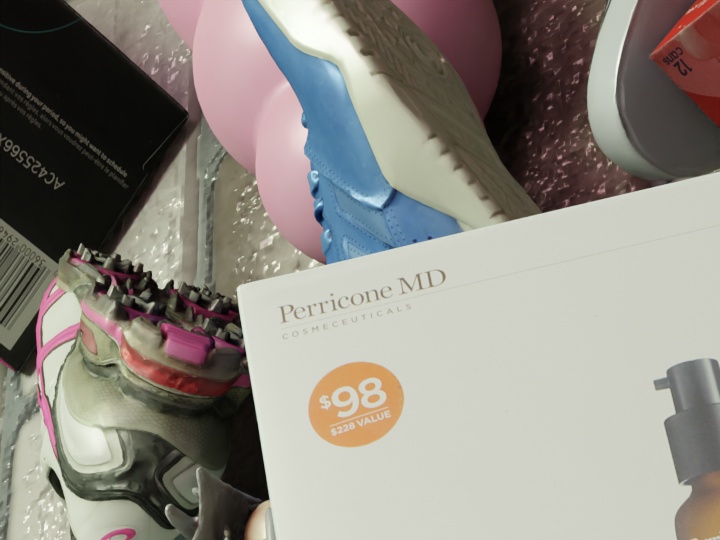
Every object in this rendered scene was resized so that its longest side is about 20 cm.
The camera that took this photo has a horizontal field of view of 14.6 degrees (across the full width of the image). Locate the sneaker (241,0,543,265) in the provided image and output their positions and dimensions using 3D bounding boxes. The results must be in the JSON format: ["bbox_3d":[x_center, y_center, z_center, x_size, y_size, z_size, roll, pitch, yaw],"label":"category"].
[{"bbox_3d":[0.000,0.000,0.860,0.111,0.077,0.200,-41,80,18],"label":"sneaker"}]

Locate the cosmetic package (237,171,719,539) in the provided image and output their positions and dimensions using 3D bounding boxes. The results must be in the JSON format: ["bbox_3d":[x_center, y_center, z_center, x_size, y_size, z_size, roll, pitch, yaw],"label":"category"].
[{"bbox_3d":[0.079,0.054,0.687,0.199,0.052,0.151,-14,54,3],"label":"cosmetic package"}]

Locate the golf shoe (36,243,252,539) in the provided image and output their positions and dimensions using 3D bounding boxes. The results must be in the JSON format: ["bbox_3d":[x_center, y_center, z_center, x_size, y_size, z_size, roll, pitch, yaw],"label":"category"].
[{"bbox_3d":[-0.080,0.045,0.938,0.200,0.072,0.092,-117,48,-82],"label":"golf shoe"}]

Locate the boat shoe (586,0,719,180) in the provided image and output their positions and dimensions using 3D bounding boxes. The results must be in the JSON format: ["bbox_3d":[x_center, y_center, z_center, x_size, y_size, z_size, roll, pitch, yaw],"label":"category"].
[{"bbox_3d":[0.112,-0.109,0.902,0.068,0.074,0.200,-10,49,51],"label":"boat shoe"}]

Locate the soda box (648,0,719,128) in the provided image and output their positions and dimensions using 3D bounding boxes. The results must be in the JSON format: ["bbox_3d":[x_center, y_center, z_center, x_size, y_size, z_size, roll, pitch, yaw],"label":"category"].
[{"bbox_3d":[0.166,-0.095,0.766,0.070,0.063,0.200,-48,5,-33],"label":"soda box"}]

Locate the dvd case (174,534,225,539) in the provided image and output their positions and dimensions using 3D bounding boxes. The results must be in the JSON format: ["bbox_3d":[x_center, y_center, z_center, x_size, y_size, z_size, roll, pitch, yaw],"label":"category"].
[{"bbox_3d":[-0.061,0.168,0.886,0.146,0.022,0.200,-49,34,3],"label":"dvd case"}]

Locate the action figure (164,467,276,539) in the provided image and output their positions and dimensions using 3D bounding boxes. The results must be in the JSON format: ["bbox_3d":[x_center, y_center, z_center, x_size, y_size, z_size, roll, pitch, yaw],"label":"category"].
[{"bbox_3d":[0.031,0.087,0.772,0.199,0.130,0.070,-9,74,25],"label":"action figure"}]

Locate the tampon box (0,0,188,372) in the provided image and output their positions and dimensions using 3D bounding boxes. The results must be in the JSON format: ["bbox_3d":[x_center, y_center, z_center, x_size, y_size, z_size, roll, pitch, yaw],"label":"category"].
[{"bbox_3d":[-0.198,-0.069,1.137,0.200,0.150,0.126,20,74,53],"label":"tampon box"}]

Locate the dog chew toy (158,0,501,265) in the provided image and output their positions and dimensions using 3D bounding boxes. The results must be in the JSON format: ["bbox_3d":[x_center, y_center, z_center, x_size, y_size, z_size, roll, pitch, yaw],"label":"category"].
[{"bbox_3d":[-0.007,-0.083,0.973,0.124,0.124,0.200,-33,46,23],"label":"dog chew toy"}]
